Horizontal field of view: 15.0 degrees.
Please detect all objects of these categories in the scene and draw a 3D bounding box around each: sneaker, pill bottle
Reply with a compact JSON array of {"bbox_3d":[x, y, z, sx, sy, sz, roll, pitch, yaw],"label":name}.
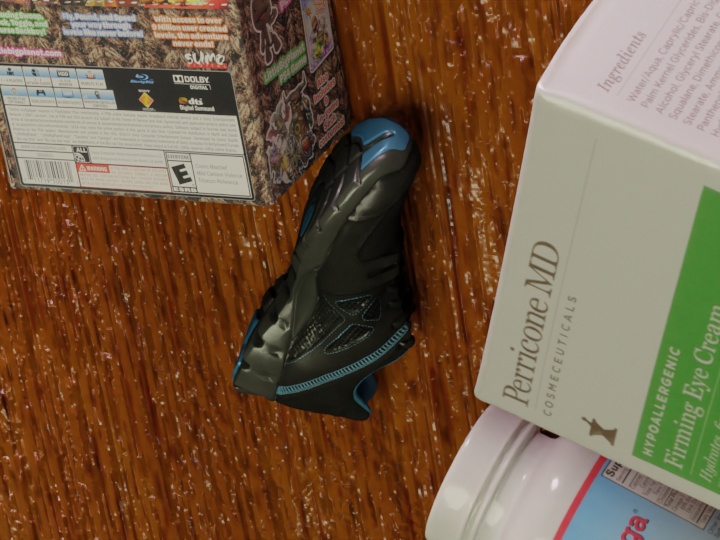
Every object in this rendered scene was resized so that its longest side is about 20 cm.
[{"bbox_3d":[0.000,0.000,1.436,0.082,0.073,0.200,22,134,-5],"label":"sneaker"},{"bbox_3d":[0.139,0.149,1.413,0.199,0.109,0.109,27,128,12],"label":"pill bottle"}]

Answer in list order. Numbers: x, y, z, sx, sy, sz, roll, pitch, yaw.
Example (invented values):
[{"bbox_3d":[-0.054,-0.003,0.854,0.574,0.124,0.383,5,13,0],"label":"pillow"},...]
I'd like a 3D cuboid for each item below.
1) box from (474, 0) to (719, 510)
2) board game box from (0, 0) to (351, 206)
[{"bbox_3d":[0.175,-0.035,1.209,0.171,0.200,0.200,24,137,15],"label":"box"},{"bbox_3d":[-0.108,-0.146,1.378,0.159,0.097,0.201,5,120,26],"label":"board game box"}]
